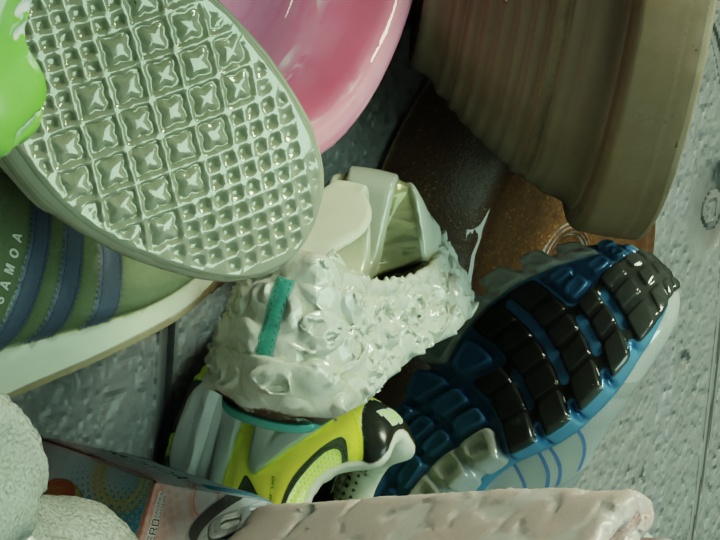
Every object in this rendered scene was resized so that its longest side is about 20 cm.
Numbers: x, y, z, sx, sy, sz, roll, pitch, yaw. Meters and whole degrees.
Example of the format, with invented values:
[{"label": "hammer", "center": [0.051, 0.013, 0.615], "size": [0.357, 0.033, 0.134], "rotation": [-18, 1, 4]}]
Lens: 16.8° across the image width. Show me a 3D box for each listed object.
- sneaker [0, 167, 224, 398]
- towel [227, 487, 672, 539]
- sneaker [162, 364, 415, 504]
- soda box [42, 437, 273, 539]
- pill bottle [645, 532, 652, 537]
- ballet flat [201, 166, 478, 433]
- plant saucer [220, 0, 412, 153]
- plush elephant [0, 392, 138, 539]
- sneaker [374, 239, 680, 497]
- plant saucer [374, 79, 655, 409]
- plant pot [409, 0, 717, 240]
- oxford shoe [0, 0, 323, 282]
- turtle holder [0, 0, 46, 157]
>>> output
[{"label": "sneaker", "center": [-0.104, -0.019, 0.710], "size": [0.200, 0.067, 0.090], "rotation": [-30, 128, -44]}, {"label": "towel", "center": [-0.028, 0.137, 0.669], "size": [0.200, 0.191, 0.032], "rotation": [-48, 113, -32]}, {"label": "sneaker", "center": [-0.040, 0.127, 0.847], "size": [0.075, 0.076, 0.201], "rotation": [4, 101, -57]}, {"label": "soda box", "center": [-0.096, 0.159, 0.792], "size": [0.068, 0.063, 0.201], "rotation": [18, 88, -55]}, {"label": "pill bottle", "center": [0.093, 0.167, 1.019], "size": [0.112, 0.112, 0.200], "rotation": [-61, 143, -20]}, {"label": "ballet flat", "center": [0.000, 0.000, 0.814], "size": [0.200, 0.071, 0.072], "rotation": [-46, 143, -74]}, {"label": "plant saucer", "center": [-0.042, -0.130, 0.755], "size": [0.200, 0.051, 0.201], "rotation": [-20, 113, -60]}, {"label": "plush elephant", "center": [-0.117, 0.101, 0.609], "size": [0.155, 0.200, 0.165], "rotation": [-41, 128, -15]}, {"label": "sneaker", "center": [0.051, 0.073, 0.906], "size": [0.200, 0.075, 0.087], "rotation": [-47, 135, 15]}, {"label": "plant saucer", "center": [0.069, -0.002, 0.992], "size": [0.200, 0.037, 0.201], "rotation": [-26, 123, -49]}, {"label": "plant pot", "center": [0.069, -0.117, 0.865], "size": [0.201, 0.092, 0.202], "rotation": [-172, -90, -89]}, {"label": "oxford shoe", "center": [-0.095, -0.063, 0.655], "size": [0.200, 0.058, 0.075], "rotation": [30, 84, -23]}, {"label": "turtle holder", "center": [-0.151, -0.088, 0.530], "size": [0.141, 0.185, 0.132], "rotation": [-110, -139, -72]}]
